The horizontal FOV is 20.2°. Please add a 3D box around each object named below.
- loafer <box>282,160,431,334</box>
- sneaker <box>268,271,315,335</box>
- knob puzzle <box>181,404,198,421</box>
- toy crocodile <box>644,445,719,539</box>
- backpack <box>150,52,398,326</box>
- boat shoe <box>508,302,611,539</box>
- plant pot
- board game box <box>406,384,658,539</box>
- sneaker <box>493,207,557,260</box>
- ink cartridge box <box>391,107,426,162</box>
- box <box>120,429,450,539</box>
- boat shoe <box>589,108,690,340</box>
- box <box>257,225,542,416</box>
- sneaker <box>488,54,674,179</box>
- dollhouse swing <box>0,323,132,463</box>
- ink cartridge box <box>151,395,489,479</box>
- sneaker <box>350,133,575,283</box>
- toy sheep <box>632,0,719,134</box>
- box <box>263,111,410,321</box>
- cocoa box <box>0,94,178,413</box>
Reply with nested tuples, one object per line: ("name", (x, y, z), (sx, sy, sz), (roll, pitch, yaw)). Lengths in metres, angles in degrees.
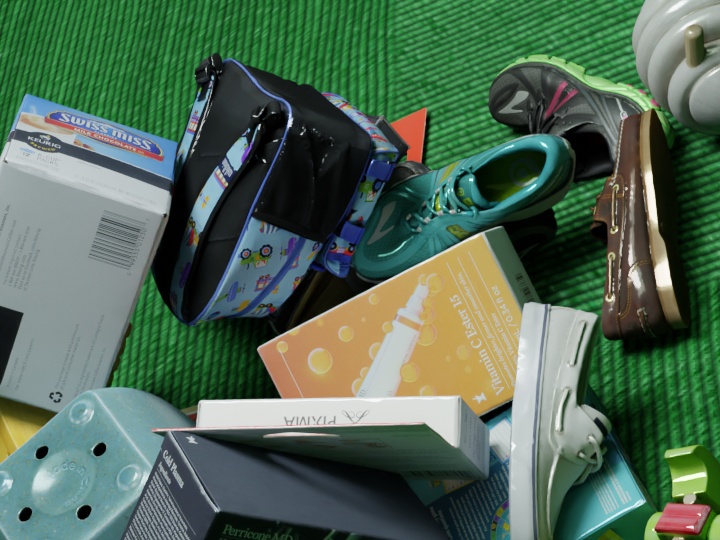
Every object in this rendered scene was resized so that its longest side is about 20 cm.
("loafer", (0.000, 0.000, 1.665), (0.073, 0.072, 0.200), (31, 103, 31))
("sneaker", (-0.004, -0.024, 1.754), (0.200, 0.073, 0.085), (-32, 27, -1))
("knob puzzle", (-0.158, 0.181, 1.708), (0.219, 0.030, 0.220), (-22, 40, 20))
("toy crocodile", (0.209, 0.210, 1.356), (0.067, 0.062, 0.200), (-2, 51, 38))
("backpack", (-0.081, -0.048, 1.605), (0.200, 0.134, 0.183), (-67, 29, 11))
("boat shoe", (0.142, 0.115, 1.427), (0.070, 0.071, 0.200), (4, 58, 7))
("plant pot", (-0.178, 0.203, 1.540), (0.196, 0.200, 0.196), (-41, 48, -4))
("board game box", (0.107, 0.181, 1.480), (0.200, 0.047, 0.151), (-33, 39, 8))
("sneaker", (0.088, 0.022, 1.651), (0.200, 0.071, 0.083), (-41, 58, -6))
("ink cartridge box", (-0.040, -0.077, 1.857), (0.200, 0.047, 0.160), (-19, 42, 27))
("box", (-0.067, 0.227, 1.402), (0.104, 0.200, 0.182), (47, 118, 53))
("boat shoe", (0.212, -0.037, 1.579), (0.070, 0.070, 0.200), (-14, 53, 23))
("box", (0.043, 0.066, 1.562), (0.200, 0.125, 0.097), (-28, -2, 14))
("sneaker", (0.172, -0.126, 1.712), (0.084, 0.077, 0.200), (-48, 37, -17))
("dollhouse swing", (-0.258, 0.151, 1.710), (0.182, 0.176, 0.200), (57, 137, 36))
("ink cartridge box", (-0.024, 0.112, 1.438), (0.200, 0.176, 0.045), (-2, 71, 17))
("sneaker", (0.075, -0.057, 1.597), (0.200, 0.080, 0.078), (-29, 82, 7))
("toy sheep", (0.284, -0.179, 1.631), (0.138, 0.138, 0.200), (-24, 47, 18))
("box", (-0.078, -0.059, 1.776), (0.200, 0.050, 0.198), (-53, 30, -13))
("cocoa box", (-0.235, -0.010, 1.573), (0.131, 0.133, 0.200), (-90, 20, -62))
